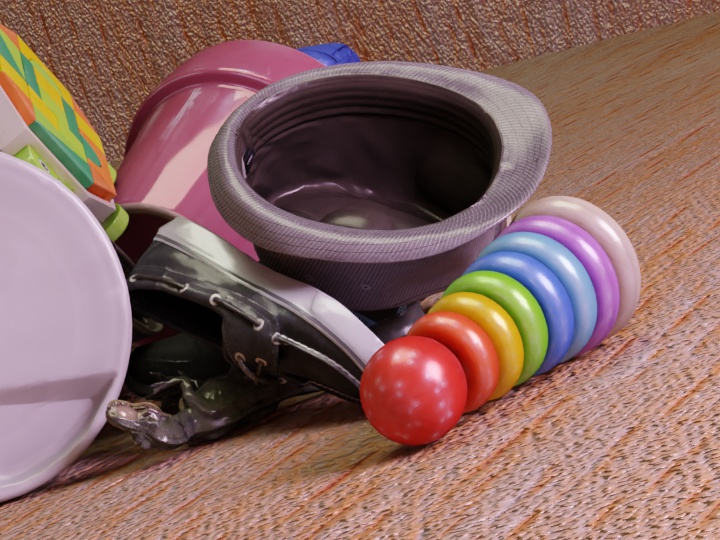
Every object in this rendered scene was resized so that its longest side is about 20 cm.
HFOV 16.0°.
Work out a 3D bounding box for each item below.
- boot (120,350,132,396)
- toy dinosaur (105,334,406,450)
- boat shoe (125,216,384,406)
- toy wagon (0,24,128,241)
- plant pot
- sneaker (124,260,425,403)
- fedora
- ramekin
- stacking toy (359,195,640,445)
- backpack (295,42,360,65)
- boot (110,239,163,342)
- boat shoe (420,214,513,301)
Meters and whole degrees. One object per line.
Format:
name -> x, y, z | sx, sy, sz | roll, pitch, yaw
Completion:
boot -> -0.230, 0.009, 1.664 | 0.107, 0.201, 0.075 | -23, 17, 4
toy dinosaur -> -0.071, 0.064, 1.491 | 0.199, 0.048, 0.088 | -19, 25, -30
boat shoe -> -0.055, 0.035, 1.444 | 0.199, 0.069, 0.057 | 29, 69, 38
toy wagon -> -0.205, -0.082, 1.631 | 0.039, 0.155, 0.200 | -38, 29, 7
plant pot -> -0.098, -0.033, 1.773 | 0.199, 0.201, 0.179 | -11, 24, 34
sneaker -> -0.057, 0.029, 1.574 | 0.199, 0.083, 0.073 | -14, 8, 16
fedora -> 0.011, -0.039, 1.478 | 0.198, 0.091, 0.178 | 1, 42, 6
ramekin -> -0.232, 0.032, 1.481 | 0.201, 0.204, 0.094 | -17, 3, -7
stacking toy -> 0.068, 0.035, 1.331 | 0.085, 0.086, 0.200 | -10, 17, 37
backpack -> -0.050, -0.098, 2.173 | 0.162, 0.169, 0.200 | -21, 10, 16
boot -> -0.243, 0.027, 1.570 | 0.199, 0.073, 0.182 | -13, -21, 20
boat shoe -> 0.001, 0.001, 1.612 | 0.200, 0.072, 0.066 | -25, 3, 12
